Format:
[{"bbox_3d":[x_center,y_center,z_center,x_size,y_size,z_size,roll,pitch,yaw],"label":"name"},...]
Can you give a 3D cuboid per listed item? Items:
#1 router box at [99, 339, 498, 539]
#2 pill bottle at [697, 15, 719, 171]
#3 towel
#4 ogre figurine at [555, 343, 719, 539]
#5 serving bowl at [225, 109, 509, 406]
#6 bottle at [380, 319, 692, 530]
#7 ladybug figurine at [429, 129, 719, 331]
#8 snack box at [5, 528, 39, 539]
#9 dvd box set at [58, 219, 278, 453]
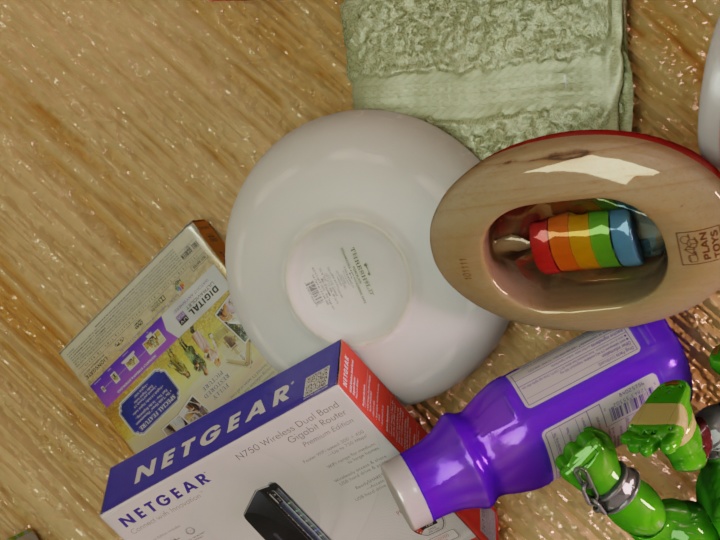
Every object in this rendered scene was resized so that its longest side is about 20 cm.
[{"bbox_3d":[-0.040,0.161,1.496,0.199,0.049,0.180,-30,119,23],"label":"router box"},{"bbox_3d":[0.309,-0.097,1.338,0.199,0.111,0.112,11,100,21],"label":"pill bottle"},{"bbox_3d":[0.081,-0.121,1.472,0.199,0.036,0.150,-2,94,23],"label":"towel"},{"bbox_3d":[0.230,0.110,1.387,0.098,0.200,0.120,23,146,54],"label":"ogre figurine"},{"bbox_3d":[0.000,0.000,1.464,0.199,0.066,0.202,4,106,15],"label":"serving bowl"},{"bbox_3d":[0.110,0.096,1.417,0.199,0.084,0.065,-27,59,-5],"label":"bottle"},{"bbox_3d":[0.141,-0.031,1.375,0.199,0.072,0.136,-3,127,20],"label":"ladybug figurine"},{"bbox_3d":[-0.239,0.311,1.643,0.142,0.053,0.200,-41,80,22],"label":"snack box"},{"bbox_3d":[-0.100,0.087,1.572,0.146,0.029,0.200,-44,78,20],"label":"dvd box set"}]
